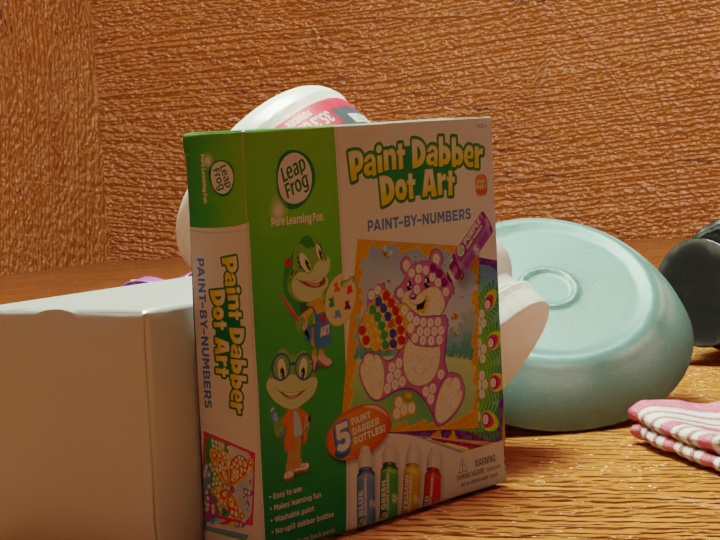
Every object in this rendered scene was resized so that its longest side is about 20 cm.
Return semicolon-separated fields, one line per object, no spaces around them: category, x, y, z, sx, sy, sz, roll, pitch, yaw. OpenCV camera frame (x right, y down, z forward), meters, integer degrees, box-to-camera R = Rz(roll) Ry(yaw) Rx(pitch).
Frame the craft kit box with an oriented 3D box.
craft kit box;-0.002;0.025;0.942;0.048;0.200;0.199;-2;5;39

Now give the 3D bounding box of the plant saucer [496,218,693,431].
plant saucer;0.122;0.023;1.239;0.198;0.036;0.201;1;40;-1

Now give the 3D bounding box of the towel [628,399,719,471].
towel;0.248;0.085;1.042;0.145;0.030;0.200;-6;4;-12

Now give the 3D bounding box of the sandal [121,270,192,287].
sandal;-0.101;0.024;1.204;0.200;0.050;0.082;5;-9;-12

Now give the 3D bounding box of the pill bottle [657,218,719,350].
pill bottle;0.327;0.008;1.521;0.111;0.113;0.199;-1;4;41

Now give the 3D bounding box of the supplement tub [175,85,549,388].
supplement tub;0.000;0.000;1.119;0.200;0.141;0.140;43;22;18

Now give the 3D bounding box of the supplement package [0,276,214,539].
supplement package;-0.083;0.068;0.974;0.120;0.121;0.199;0;5;38
